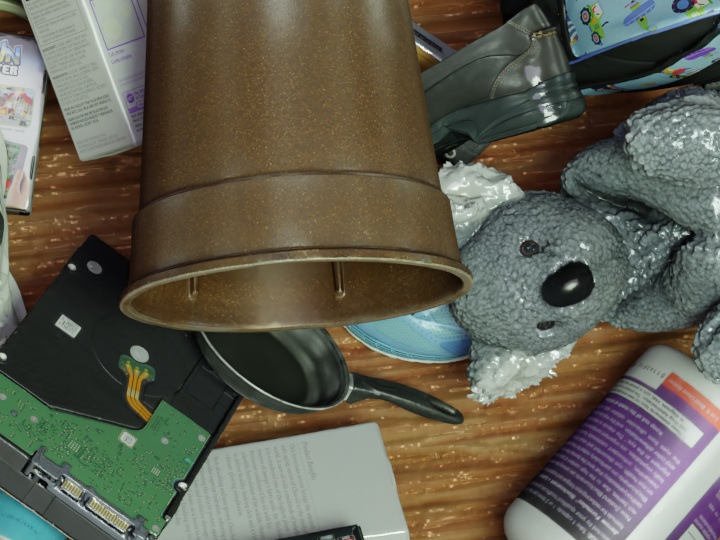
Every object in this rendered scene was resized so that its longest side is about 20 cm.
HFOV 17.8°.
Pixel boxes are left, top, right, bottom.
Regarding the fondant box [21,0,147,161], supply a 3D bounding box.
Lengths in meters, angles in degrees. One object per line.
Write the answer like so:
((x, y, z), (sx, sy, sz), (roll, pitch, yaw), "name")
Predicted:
((-0.137, -0.185, 1.396), (0.144, 0.058, 0.201), (-27, 101, -44), "fondant box")

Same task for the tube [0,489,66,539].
((-0.177, 0.106, 1.386), (0.077, 0.050, 0.201), (33, 44, -8), "tube")

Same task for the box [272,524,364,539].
((-0.068, 0.247, 1.371), (0.158, 0.046, 0.201), (-9, 131, -8), "box")

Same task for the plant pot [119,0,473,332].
((-0.041, -0.081, 1.307), (0.199, 0.200, 0.200), (-2, 79, -7), "plant pot")

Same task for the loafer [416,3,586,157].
((0.038, -0.104, 1.402), (0.199, 0.073, 0.073), (-15, 91, 22), "loafer")

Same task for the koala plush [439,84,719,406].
((0.138, -0.009, 1.394), (0.199, 0.184, 0.178), (-21, 106, -2), "koala plush")

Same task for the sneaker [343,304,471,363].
((0.000, 0.000, 1.433), (0.199, 0.090, 0.079), (24, 84, -6), "sneaker")

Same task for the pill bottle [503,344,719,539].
((0.160, 0.154, 1.432), (0.111, 0.111, 0.200), (43, 82, -3), "pill bottle")

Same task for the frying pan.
((-0.031, 0.053, 1.446), (0.189, 0.115, 0.031), (12, 127, -42), "frying pan")

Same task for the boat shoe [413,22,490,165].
((0.004, -0.136, 1.460), (0.199, 0.070, 0.066), (34, 108, -8), "boat shoe")

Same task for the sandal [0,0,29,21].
((-0.206, -0.191, 1.404), (0.200, 0.057, 0.080), (18, 62, -28), "sandal")

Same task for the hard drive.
((-0.150, 0.076, 1.371), (0.139, 0.200, 0.038), (35, 124, -5), "hard drive")

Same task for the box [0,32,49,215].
((-0.297, -0.102, 1.430), (0.198, 0.035, 0.111), (8, 85, -6), "box")

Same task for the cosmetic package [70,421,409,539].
((-0.075, 0.165, 1.400), (0.198, 0.102, 0.072), (-9, 129, -7), "cosmetic package")

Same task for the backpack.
((0.197, -0.179, 1.398), (0.181, 0.200, 0.136), (-8, 87, -26), "backpack")

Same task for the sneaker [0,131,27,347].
((-0.242, 0.011, 1.370), (0.075, 0.115, 0.202), (-3, 106, -4), "sneaker")
